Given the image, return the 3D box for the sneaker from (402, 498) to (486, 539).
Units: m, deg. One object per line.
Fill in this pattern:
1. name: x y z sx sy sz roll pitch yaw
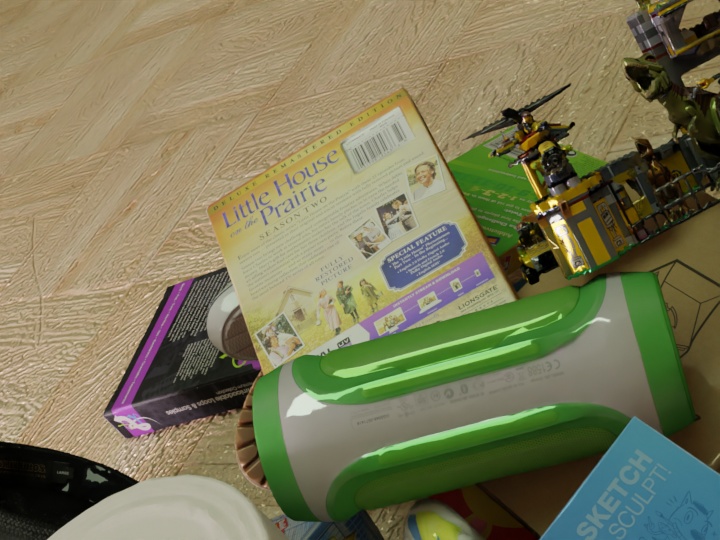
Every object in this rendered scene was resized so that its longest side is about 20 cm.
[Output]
1. sneaker: 0.045 0.192 0.655 0.105 0.076 0.200 -42 37 3

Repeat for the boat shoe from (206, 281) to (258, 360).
1. boat shoe: -0.034 0.002 1.010 0.200 0.072 0.062 -26 44 -38

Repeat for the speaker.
1. speaker: 0.053 0.062 0.695 0.199 0.089 0.089 -16 32 11

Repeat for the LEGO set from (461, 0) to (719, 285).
1. LEGO set: 0.145 -0.088 0.718 0.199 0.116 0.154 -27 3 12

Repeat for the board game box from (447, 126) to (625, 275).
1. board game box: 0.077 -0.036 0.920 0.095 0.030 0.200 26 37 32

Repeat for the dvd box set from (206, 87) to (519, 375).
1. dvd box set: 0.000 0.000 0.823 0.146 0.029 0.200 -31 48 7

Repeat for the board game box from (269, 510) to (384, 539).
1. board game box: -0.079 0.206 0.774 0.199 0.062 0.200 -30 15 14

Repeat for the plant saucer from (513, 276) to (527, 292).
1. plant saucer: 0.101 0.024 0.909 0.200 0.019 0.070 -37 9 0

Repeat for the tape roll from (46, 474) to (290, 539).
1. tape roll: -0.103 0.194 0.657 0.202 0.071 0.203 -26 35 19

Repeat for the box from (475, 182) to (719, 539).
1. box: 0.139 0.047 0.743 0.200 0.021 0.163 -44 44 -9

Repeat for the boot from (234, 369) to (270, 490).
1. boot: -0.016 0.069 0.930 0.200 0.075 0.107 -53 -4 -30

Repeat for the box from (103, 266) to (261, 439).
1. box: -0.092 0.047 1.103 0.199 0.036 0.143 -19 34 35

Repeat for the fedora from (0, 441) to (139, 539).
1. fedora: -0.212 0.180 0.942 0.200 0.200 0.092 25 99 60

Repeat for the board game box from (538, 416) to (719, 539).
1. board game box: 0.110 0.178 0.562 0.153 0.040 0.200 34 69 20

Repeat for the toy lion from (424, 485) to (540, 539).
1. toy lion: 0.121 0.077 0.785 0.200 0.069 0.192 -33 35 8
